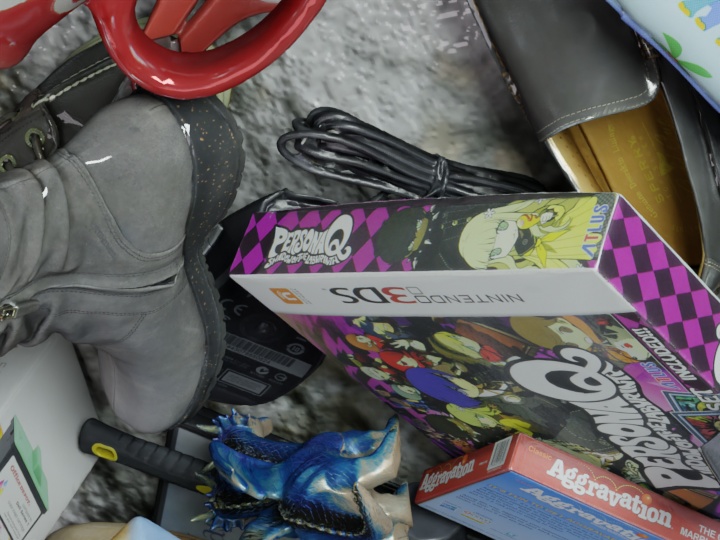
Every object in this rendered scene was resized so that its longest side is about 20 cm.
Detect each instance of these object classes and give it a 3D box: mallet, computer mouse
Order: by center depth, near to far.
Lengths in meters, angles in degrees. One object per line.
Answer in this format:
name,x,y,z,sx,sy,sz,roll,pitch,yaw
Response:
computer mouse,0.000,0.000,0.826,0.140,0.046,0.200,18,140,-17
mallet,-0.042,0.102,0.906,0.199,0.041,0.066,23,134,10

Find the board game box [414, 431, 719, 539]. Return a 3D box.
board game box,0.131,0.124,0.828,0.199,0.020,0.103,25,159,-14

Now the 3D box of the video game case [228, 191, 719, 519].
video game case,0.075,0.038,0.754,0.181,0.036,0.200,0,149,43

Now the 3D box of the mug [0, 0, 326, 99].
mug,-0.063,-0.167,0.638,0.199,0.134,0.177,-32,147,14

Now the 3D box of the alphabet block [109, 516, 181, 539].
alphabet block,-0.078,0.262,0.790,0.200,0.197,0.195,-42,126,13

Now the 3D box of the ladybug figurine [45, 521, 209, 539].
ladybug figurine,-0.080,0.183,0.945,0.199,0.072,0.136,11,148,20

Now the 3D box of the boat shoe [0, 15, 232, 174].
boat shoe,-0.135,-0.037,0.833,0.200,0.066,0.072,-29,108,37

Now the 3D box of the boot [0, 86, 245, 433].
boot,-0.120,0.015,0.751,0.070,0.131,0.201,40,145,26

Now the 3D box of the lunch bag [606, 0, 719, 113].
lunch bag,0.141,-0.142,0.614,0.200,0.083,0.161,41,133,-12

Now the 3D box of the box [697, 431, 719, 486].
box,0.230,0.009,0.649,0.200,0.161,0.049,-48,65,42

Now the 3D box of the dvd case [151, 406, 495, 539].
dvd case,-0.011,0.151,0.967,0.199,0.018,0.143,21,133,7

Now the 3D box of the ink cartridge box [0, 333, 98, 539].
ink cartridge box,-0.231,0.109,0.908,0.144,0.200,0.084,2,126,22

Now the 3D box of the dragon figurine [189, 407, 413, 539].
dragon figurine,-0.029,0.097,0.800,0.099,0.200,0.059,-8,97,1

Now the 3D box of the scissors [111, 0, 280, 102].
scissors,-0.084,-0.089,0.764,0.200,0.014,0.073,-40,113,21

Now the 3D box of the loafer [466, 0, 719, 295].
loafer,0.087,-0.074,0.700,0.073,0.072,0.200,-25,114,37
